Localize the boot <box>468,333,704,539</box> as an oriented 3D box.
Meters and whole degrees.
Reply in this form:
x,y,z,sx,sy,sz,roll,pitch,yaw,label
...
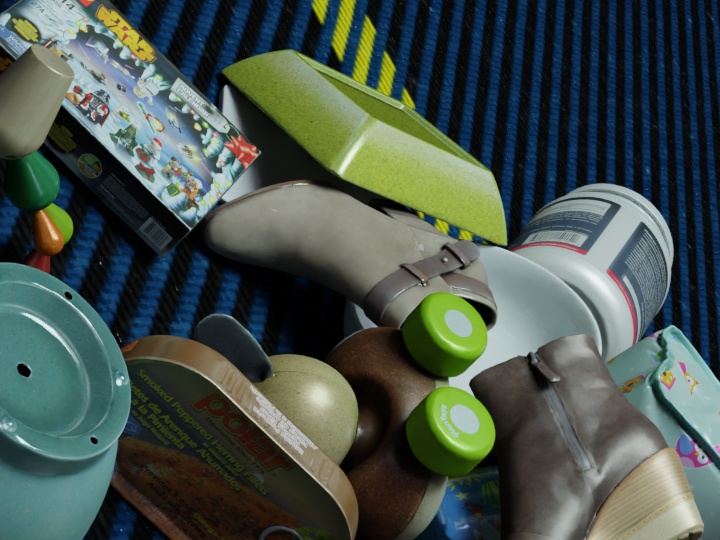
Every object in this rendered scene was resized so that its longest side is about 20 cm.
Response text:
x,y,z,sx,sy,sz,roll,pitch,yaw,label
0.111,0.144,1.150,0.200,0.072,0.166,-23,61,-14,boot

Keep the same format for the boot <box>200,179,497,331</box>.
x,y,z,sx,sy,sz,roll,pitch,yaw,label
0.000,0.000,1.260,0.200,0.070,0.146,-6,38,-27,boot

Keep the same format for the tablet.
x,y,z,sx,sy,sz,roll,pitch,yaw,label
-0.039,-0.058,1.395,0.200,0.014,0.130,33,38,-29,tablet

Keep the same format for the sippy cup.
x,y,z,sx,sy,sz,roll,pitch,yaw,label
0.101,0.193,1.216,0.130,0.140,0.178,0,59,-20,sippy cup

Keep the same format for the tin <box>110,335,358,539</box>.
x,y,z,sx,sy,sz,roll,pitch,yaw,label
-0.086,0.123,1.071,0.200,0.112,0.042,46,33,-13,tin

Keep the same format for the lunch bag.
x,y,z,sx,sy,sz,roll,pitch,yaw,label
0.232,0.172,1.344,0.200,0.170,0.122,48,26,-10,lunch bag

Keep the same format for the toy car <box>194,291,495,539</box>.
x,y,z,sx,sy,sz,roll,pitch,yaw,label
-0.039,0.087,1.137,0.200,0.164,0.158,22,43,-23,toy car

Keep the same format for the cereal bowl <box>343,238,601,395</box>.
x,y,z,sx,sy,sz,roll,pitch,yaw,label
0.080,0.065,1.330,0.200,0.083,0.200,9,38,-7,cereal bowl

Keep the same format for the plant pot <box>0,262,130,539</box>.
x,y,z,sx,sy,sz,roll,pitch,yaw,label
-0.210,0.078,0.936,0.200,0.134,0.200,32,39,-30,plant pot

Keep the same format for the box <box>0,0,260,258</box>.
x,y,z,sx,sy,sz,roll,pitch,yaw,label
-0.176,-0.118,1.242,0.200,0.040,0.137,44,33,-7,box

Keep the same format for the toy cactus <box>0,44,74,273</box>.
x,y,z,sx,sy,sz,roll,pitch,yaw,label
-0.231,-0.065,1.032,0.200,0.165,0.102,24,22,-45,toy cactus

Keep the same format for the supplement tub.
x,y,z,sx,sy,sz,roll,pitch,yaw,label
0.188,0.015,1.494,0.140,0.140,0.200,51,33,-3,supplement tub

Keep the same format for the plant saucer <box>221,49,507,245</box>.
x,y,z,sx,sy,sz,roll,pitch,yaw,label
0.013,-0.109,1.393,0.200,0.048,0.200,20,16,-40,plant saucer

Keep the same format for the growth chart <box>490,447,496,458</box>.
x,y,z,sx,sy,sz,roll,pitch,yaw,label
0.148,0.228,1.357,0.145,0.018,0.200,38,35,-24,growth chart
